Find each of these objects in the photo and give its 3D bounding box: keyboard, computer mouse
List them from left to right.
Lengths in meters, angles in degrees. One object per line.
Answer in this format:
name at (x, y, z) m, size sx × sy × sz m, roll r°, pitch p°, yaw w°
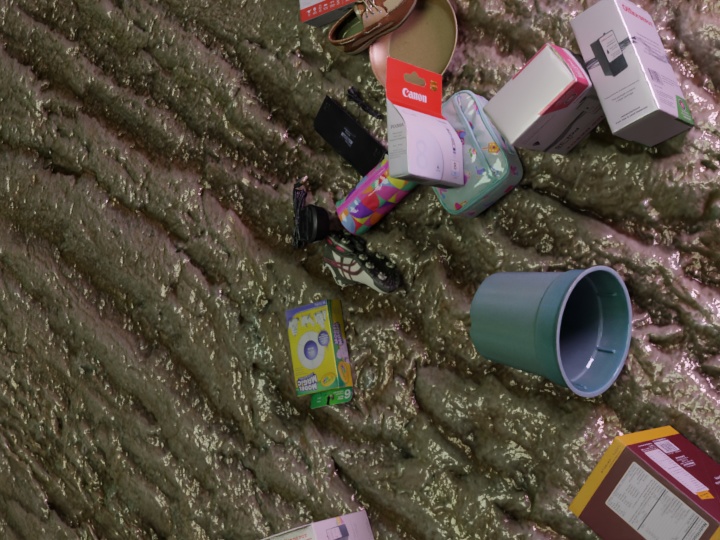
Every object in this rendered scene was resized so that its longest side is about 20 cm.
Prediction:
computer mouse at (-0.093, -0.117, 1.937) m, size 0.200 × 0.046 × 0.141 m, roll 162°, pitch 107°, yaw -73°
keyboard at (-0.010, -0.277, 1.934) m, size 0.200 × 0.021 × 0.127 m, roll 46°, pitch 121°, yaw 30°

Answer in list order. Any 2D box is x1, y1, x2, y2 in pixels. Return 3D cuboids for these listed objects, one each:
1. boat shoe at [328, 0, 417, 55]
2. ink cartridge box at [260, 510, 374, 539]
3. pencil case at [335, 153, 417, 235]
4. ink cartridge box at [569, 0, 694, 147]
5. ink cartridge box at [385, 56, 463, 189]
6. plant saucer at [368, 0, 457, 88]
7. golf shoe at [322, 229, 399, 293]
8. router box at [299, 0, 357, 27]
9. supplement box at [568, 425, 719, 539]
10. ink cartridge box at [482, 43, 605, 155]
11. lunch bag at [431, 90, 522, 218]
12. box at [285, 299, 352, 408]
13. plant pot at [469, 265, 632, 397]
boat shoe at (0.021, -0.469, 1.836) m, size 0.200 × 0.074 × 0.076 m, roll -37°, pitch 66°, yaw 32°
ink cartridge box at (-0.083, 0.502, 1.840) m, size 0.117 × 0.200 × 0.068 m, roll -27°, pitch 71°, yaw 35°
pencil case at (0.036, -0.153, 1.850) m, size 0.200 × 0.088 × 0.089 m, roll -45°, pitch 62°, yaw 29°
ink cartridge box at (0.412, -0.301, 1.513) m, size 0.083 × 0.146 × 0.201 m, roll -27°, pitch 70°, yaw 34°
ink cartridge box at (0.108, -0.243, 1.647) m, size 0.047 × 0.160 × 0.201 m, roll -4°, pitch 84°, yaw 39°
plant saucer at (0.103, -0.419, 1.837) m, size 0.200 × 0.035 × 0.201 m, roll -2°, pitch 86°, yaw 38°
golf shoe at (0.000, 0.000, 1.885) m, size 0.200 × 0.077 × 0.088 m, roll 42°, pitch 120°, yaw 42°
router box at (-0.036, -0.593, 1.949) m, size 0.200 × 0.049 × 0.180 m, roll -11°, pitch 81°, yaw 38°
supplement box at (0.447, 0.342, 1.421) m, size 0.200 × 0.197 × 0.133 m, roll 41°, pitch 113°, yaw 33°
ink cartridge box at (0.307, -0.264, 1.562) m, size 0.147 × 0.200 × 0.083 m, roll -45°, pitch 66°, yaw 28°
lunch bag at (0.185, -0.208, 1.735) m, size 0.160 × 0.077 × 0.200 m, roll -38°, pitch 65°, yaw 31°
box at (-0.081, 0.166, 1.954) m, size 0.117 × 0.048 × 0.201 m, roll -18°, pitch 79°, yaw 37°
plant pot at (0.290, 0.083, 1.576) m, size 0.196 × 0.200 × 0.201 m, roll 8°, pitch 93°, yaw 46°
